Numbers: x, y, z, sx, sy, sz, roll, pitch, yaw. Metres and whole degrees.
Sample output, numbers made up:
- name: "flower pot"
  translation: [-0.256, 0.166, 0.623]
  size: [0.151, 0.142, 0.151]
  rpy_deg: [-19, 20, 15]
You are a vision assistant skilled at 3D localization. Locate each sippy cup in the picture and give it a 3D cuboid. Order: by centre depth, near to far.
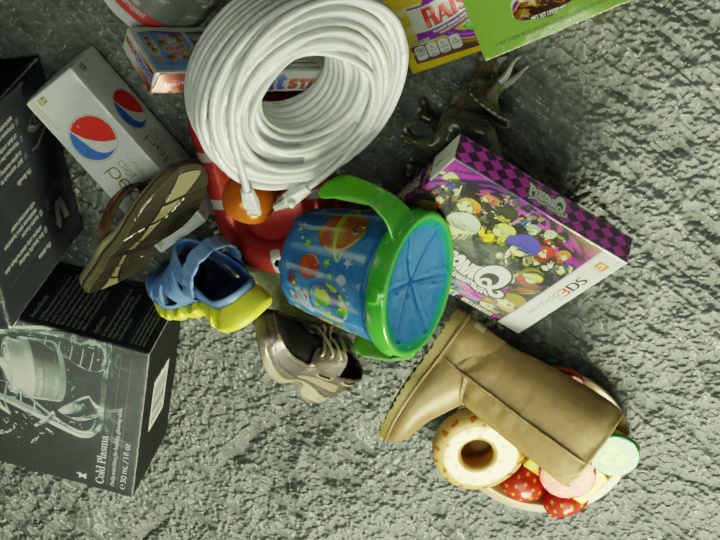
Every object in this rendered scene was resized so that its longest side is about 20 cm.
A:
- name: "sippy cup"
  translation: [0.000, 0.000, 1.261]
  size: [0.130, 0.139, 0.179]
  rpy_deg: [13, 100, 29]

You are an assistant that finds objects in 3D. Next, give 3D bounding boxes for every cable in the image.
- name: "cable"
  translation: [-0.053, -0.161, 1.167]
  size: [0.199, 0.069, 0.200]
  rpy_deg: [-33, 142, -4]

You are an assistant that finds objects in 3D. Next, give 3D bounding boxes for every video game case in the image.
- name: "video game case"
  translation: [0.125, -0.029, 1.295]
  size: [0.199, 0.036, 0.181]
  rpy_deg: [30, 144, -16]

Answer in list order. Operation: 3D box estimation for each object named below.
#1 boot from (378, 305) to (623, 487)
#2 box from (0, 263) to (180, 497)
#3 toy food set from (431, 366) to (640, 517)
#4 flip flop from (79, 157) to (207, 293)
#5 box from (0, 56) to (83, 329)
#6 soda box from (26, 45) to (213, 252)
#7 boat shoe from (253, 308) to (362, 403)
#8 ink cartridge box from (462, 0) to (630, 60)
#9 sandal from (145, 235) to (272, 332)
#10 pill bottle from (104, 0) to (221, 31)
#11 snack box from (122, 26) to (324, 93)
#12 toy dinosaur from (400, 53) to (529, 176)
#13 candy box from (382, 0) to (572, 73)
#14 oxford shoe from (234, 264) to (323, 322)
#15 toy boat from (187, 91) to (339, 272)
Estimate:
- name: "boot"
  translation: [0.138, 0.156, 1.383]
  size: [0.200, 0.066, 0.176]
  rpy_deg: [35, 112, 7]
- name: "box"
  translation: [-0.310, 0.112, 1.467]
  size: [0.195, 0.124, 0.201]
  rpy_deg: [15, 122, 5]
- name: "toy food set"
  translation: [0.191, 0.183, 1.449]
  size: [0.199, 0.049, 0.198]
  rpy_deg: [33, 120, -8]
- name: "flip flop"
  translation: [-0.220, -0.049, 1.315]
  size: [0.200, 0.081, 0.058]
  rpy_deg: [-43, 70, 41]
- name: "box"
  translation: [-0.377, -0.076, 1.324]
  size: [0.117, 0.197, 0.201]
  rpy_deg: [-2, 120, 13]
- name: "soda box"
  translation: [-0.232, -0.120, 1.348]
  size: [0.068, 0.064, 0.200]
  rpy_deg: [-31, 110, 26]
- name: "boat shoe"
  translation: [-0.051, 0.078, 1.384]
  size: [0.073, 0.075, 0.200]
  rpy_deg: [-19, 158, 11]
- name: "ink cartridge box"
  translation: [0.125, -0.292, 1.142]
  size: [0.147, 0.076, 0.201]
  rpy_deg: [-20, 99, 22]
- name: "sandal"
  translation: [-0.161, 0.003, 1.359]
  size: [0.200, 0.079, 0.087]
  rpy_deg: [2, 124, 55]
- name: "pill bottle"
  translation: [-0.138, -0.306, 1.191]
  size: [0.114, 0.114, 0.200]
  rpy_deg: [40, 119, -13]
- name: "snack box"
  translation: [-0.106, -0.189, 1.213]
  size: [0.199, 0.072, 0.024]
  rpy_deg: [-6, 135, -32]
- name: "toy dinosaur"
  translation: [0.098, -0.105, 1.284]
  size: [0.102, 0.077, 0.201]
  rpy_deg: [9, 118, 22]
- name: "candy box"
  translation: [0.119, -0.256, 1.220]
  size: [0.199, 0.026, 0.103]
  rpy_deg: [-17, 111, 20]
- name: "oxford shoe"
  translation: [-0.039, 0.012, 1.395]
  size: [0.199, 0.058, 0.075]
  rpy_deg: [-1, 132, 29]
- name: "toy boat"
  translation: [-0.097, -0.085, 1.302]
  size: [0.130, 0.131, 0.201]
  rpy_deg: [-7, 118, 15]
